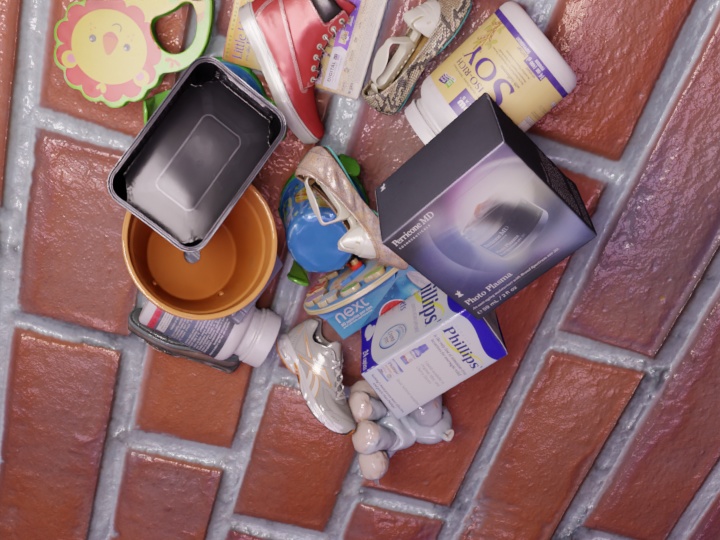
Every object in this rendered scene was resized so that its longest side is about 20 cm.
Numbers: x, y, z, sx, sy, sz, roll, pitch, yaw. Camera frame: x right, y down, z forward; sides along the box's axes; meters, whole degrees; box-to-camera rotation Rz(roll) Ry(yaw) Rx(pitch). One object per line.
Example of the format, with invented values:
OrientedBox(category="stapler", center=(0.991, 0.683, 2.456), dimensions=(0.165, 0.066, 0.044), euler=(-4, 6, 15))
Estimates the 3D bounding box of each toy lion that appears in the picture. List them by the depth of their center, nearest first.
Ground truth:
OrientedBox(category="toy lion", center=(-0.293, -0.308, 1.026), dimensions=(0.196, 0.069, 0.196), euler=(7, 102, -5))

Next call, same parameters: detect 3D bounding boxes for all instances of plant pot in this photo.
OrientedBox(category="plant pot", center=(-0.222, -0.031, 1.068), dimensions=(0.196, 0.140, 0.205), euler=(2, 83, -18))

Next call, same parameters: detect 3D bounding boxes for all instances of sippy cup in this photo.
OrientedBox(category="sippy cup", center=(-0.197, -0.206, 1.074), dimensions=(0.176, 0.131, 0.141), euler=(-27, 116, 13))
OrientedBox(category="sippy cup", center=(-0.055, -0.068, 1.141), dimensions=(0.137, 0.131, 0.181), euler=(-10, 118, 4))

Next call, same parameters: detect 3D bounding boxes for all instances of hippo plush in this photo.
OrientedBox(category="hippo plush", center=(0.075, 0.269, 1.316), dimensions=(0.158, 0.160, 0.203), euler=(-13, 117, 7))

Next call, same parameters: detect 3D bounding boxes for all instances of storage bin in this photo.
OrientedBox(category="storage bin", center=(-0.195, -0.135, 0.951), dimensions=(0.134, 0.094, 0.201), euler=(36, 83, -10))

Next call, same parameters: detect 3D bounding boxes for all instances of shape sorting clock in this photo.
OrientedBox(category="shape sorting clock", center=(0.000, 0.000, 1.149), dimensions=(0.198, 0.200, 0.039), euler=(-33, 103, 16))

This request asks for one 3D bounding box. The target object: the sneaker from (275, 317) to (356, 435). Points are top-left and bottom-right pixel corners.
OrientedBox(category="sneaker", center=(-0.054, 0.164, 1.261), dimensions=(0.092, 0.076, 0.201), euler=(-37, 72, 10))

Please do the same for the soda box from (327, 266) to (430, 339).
OrientedBox(category="soda box", center=(0.032, 0.019, 1.236), dimensions=(0.198, 0.065, 0.068), euler=(-34, 114, 17))

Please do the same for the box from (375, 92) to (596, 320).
OrientedBox(category="box", center=(0.154, -0.074, 1.009), dimensions=(0.197, 0.124, 0.199), euler=(36, 119, -28))

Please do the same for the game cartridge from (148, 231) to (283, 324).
OrientedBox(category="game cartridge", center=(-0.218, -0.034, 1.169), dimensions=(0.199, 0.134, 0.041), euler=(41, 152, -9))

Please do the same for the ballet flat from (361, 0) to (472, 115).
OrientedBox(category="ballet flat", center=(0.068, -0.299, 1.058), dimensions=(0.074, 0.068, 0.201), euler=(17, 122, -39))

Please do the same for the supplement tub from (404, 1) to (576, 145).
OrientedBox(category="supplement tub", center=(0.170, -0.236, 1.054), dimensions=(0.199, 0.146, 0.145), euler=(-41, 112, 19))

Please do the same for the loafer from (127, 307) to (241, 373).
OrientedBox(category="loafer", center=(-0.286, 0.122, 1.285), dimensions=(0.197, 0.072, 0.063), euler=(19, 124, -13))

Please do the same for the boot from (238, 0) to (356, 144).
OrientedBox(category="boot", center=(-0.055, -0.276, 1.039), dimensions=(0.142, 0.073, 0.202), euler=(-20, 116, 9))

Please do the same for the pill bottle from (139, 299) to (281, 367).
OrientedBox(category="pill bottle", center=(-0.229, 0.068, 1.226), dimensions=(0.198, 0.120, 0.120), euler=(28, 115, -15))

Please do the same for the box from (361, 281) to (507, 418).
OrientedBox(category="box", center=(0.105, 0.093, 1.209), dimensions=(0.198, 0.185, 0.105), euler=(-33, 113, 15))

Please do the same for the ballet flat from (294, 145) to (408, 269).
OrientedBox(category="ballet flat", center=(-0.016, -0.067, 1.035), dimensions=(0.067, 0.068, 0.201), euler=(-39, 91, -20))

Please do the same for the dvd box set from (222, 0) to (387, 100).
OrientedBox(category="dvd box set", center=(-0.076, -0.328, 1.065), dimensions=(0.196, 0.030, 0.148), euler=(14, 118, -9))
